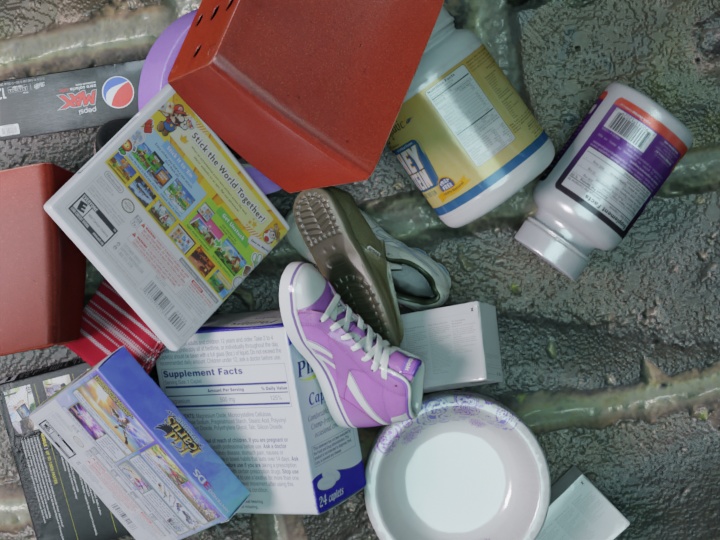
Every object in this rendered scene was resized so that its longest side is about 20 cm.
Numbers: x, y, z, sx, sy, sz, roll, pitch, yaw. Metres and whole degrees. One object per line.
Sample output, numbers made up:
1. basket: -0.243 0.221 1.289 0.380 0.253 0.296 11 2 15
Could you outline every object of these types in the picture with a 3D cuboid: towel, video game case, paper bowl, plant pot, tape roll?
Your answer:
1. towel: -0.226 0.027 1.516 0.200 0.145 0.022 -56 136 -4
2. video game case: -0.230 0.189 1.464 0.200 0.181 0.045 51 51 -7
3. paper bowl: 0.104 0.231 1.559 0.200 0.104 0.201 0 90 0
4. video game case: -0.188 -0.052 1.419 0.182 0.023 0.200 -48 116 -21
5. plant pot: -0.381 0.002 1.456 0.200 0.200 0.177 -11 89 -1
6. tape roll: -0.128 -0.179 1.494 0.200 0.066 0.201 -4 98 -29
7. plant pot: -0.067 -0.208 1.375 0.176 0.200 0.200 27 77 -24

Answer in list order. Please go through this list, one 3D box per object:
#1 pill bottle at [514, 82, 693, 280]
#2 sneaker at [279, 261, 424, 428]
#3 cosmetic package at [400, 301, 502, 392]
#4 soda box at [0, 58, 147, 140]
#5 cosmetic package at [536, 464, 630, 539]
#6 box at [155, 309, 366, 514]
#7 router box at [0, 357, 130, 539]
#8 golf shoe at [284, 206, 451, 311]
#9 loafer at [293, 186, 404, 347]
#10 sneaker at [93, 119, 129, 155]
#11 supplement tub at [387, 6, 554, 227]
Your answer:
1. pill bottle: 0.257 -0.093 1.537 0.111 0.111 0.200 36 93 -5
2. sneaker: 0.002 0.070 1.415 0.114 0.073 0.201 -6 126 33
3. cosmetic package: 0.049 0.090 1.517 0.200 0.051 0.083 -10 79 28
4. soda box: -0.291 -0.185 1.522 0.200 0.071 0.063 -9 98 -3
5. cosmetic package: 0.200 0.319 1.604 0.200 0.051 0.083 -44 99 2
6. box: -0.107 0.148 1.506 0.184 0.105 0.200 -5 98 33
7. router box: -0.303 0.200 1.569 0.149 0.051 0.200 -14 96 -3
8. golf shoe: 0.009 -0.018 1.541 0.200 0.097 0.078 24 95 -3
9. loafer: 0.000 0.000 1.469 0.076 0.067 0.200 -12 102 40
10. sneaker: -0.229 -0.054 1.511 0.067 0.108 0.202 -21 81 -16
11. supplement tub: 0.095 -0.162 1.506 0.145 0.145 0.200 -36 96 1
